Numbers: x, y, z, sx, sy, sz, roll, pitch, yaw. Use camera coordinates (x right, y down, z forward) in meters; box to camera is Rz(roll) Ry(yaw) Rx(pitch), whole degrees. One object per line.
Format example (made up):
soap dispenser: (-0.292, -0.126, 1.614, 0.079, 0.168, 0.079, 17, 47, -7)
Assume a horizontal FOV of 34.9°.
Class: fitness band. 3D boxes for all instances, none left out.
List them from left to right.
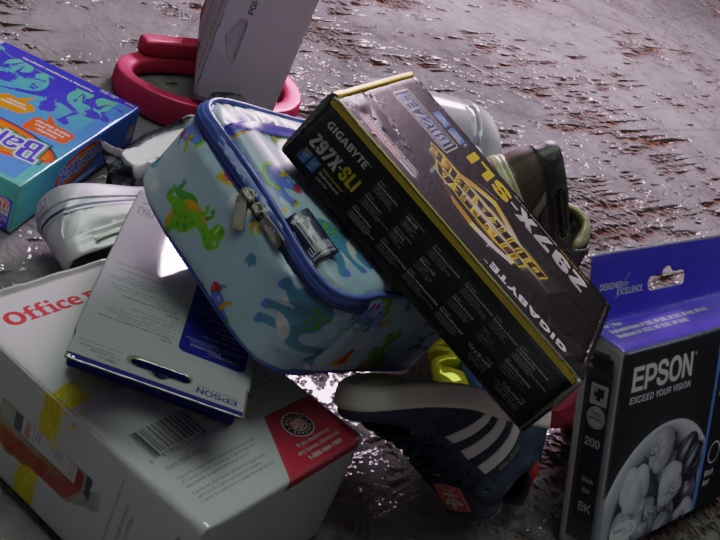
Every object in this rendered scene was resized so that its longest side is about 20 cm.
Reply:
fitness band: (-0.154, -0.185, 1.158, 0.198, 0.038, 0.144, -4, 41, -38)

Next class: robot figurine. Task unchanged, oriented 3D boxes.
robot figurine: (0.054, -0.119, 1.112, 0.197, 0.115, 0.169, 10, 7, -22)

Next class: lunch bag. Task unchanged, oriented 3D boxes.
lunch bag: (-0.026, -0.021, 0.684, 0.162, 0.082, 0.199, 55, 23, 22)

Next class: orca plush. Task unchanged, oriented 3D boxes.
orca plush: (-0.132, -0.084, 0.984, 0.199, 0.071, 0.106, -30, 77, -37)

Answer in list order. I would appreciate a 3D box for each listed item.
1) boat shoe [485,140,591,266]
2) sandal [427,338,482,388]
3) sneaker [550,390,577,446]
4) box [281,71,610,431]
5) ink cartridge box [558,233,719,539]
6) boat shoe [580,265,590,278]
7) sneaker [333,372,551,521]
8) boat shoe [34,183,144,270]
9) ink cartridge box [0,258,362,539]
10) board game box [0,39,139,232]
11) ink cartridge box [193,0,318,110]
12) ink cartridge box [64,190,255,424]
boat shoe: (0.137, -0.022, 0.833, 0.065, 0.201, 0.072, -22, 54, 8)
sandal: (0.090, 0.041, 0.885, 0.086, 0.080, 0.201, -15, 41, 4)
sneaker: (0.192, 0.101, 0.896, 0.199, 0.087, 0.074, 27, 12, -50)
box: (0.059, -0.021, 0.668, 0.200, 0.049, 0.160, 50, 21, 2)
ink cartridge box: (0.221, 0.081, 0.813, 0.197, 0.203, 0.043, -9, 18, -44)
boat shoe: (0.155, -0.015, 1.061, 0.197, 0.067, 0.075, 21, 28, -5)
sneaker: (0.056, 0.114, 0.723, 0.074, 0.086, 0.199, 4, -8, 44)
boat shoe: (-0.148, -0.026, 0.874, 0.198, 0.074, 0.067, -8, 59, -34)
ink cartridge box: (-0.123, 0.090, 0.664, 0.199, 0.084, 0.145, 37, 30, 22)
board game box: (-0.292, -0.117, 0.930, 0.151, 0.045, 0.200, 26, 30, 4)
ink cartridge box: (-0.104, -0.263, 1.134, 0.084, 0.147, 0.201, 18, 31, -15)
ink cartridge box: (-0.106, 0.025, 0.658, 0.098, 0.040, 0.201, 22, 26, -9)
